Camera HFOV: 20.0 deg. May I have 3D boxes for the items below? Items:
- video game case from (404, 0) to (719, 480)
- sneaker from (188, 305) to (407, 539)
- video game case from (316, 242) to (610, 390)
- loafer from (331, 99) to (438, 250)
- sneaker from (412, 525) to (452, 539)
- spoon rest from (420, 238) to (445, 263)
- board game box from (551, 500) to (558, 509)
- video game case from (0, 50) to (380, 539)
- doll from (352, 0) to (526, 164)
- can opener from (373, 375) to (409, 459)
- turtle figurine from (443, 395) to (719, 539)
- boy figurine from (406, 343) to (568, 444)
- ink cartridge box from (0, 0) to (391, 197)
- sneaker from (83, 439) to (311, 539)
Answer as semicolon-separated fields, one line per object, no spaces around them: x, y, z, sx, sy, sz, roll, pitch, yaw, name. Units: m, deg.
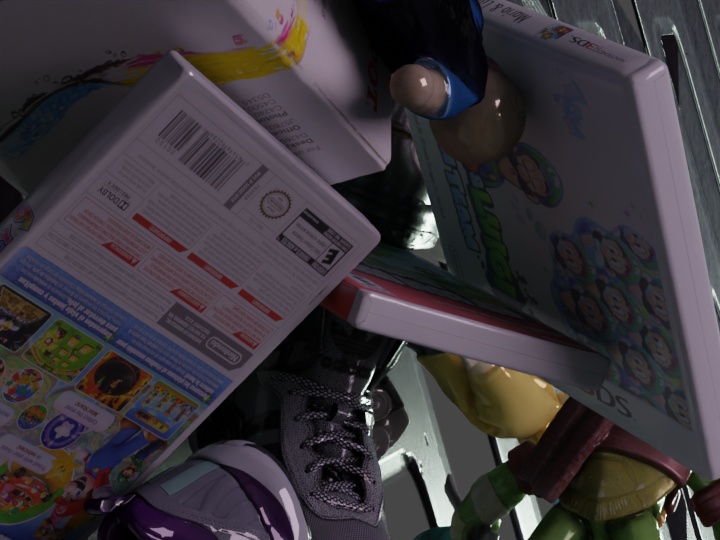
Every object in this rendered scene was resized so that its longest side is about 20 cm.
0.083;-0.024;0.885;0.024;0.182;0.201;-30;124;-21;video game case
-0.015;0.071;0.901;0.075;0.114;0.200;18;18;-27;sneaker
0.000;0.000;0.915;0.143;0.200;0.018;16;98;-38;video game case
0.036;-0.057;1.054;0.200;0.073;0.073;-32;143;-78;loafer
0.031;0.179;1.049;0.200;0.083;0.121;59;33;-47;sneaker
0.028;-0.071;1.222;0.200;0.060;0.100;39;42;-51;spoon rest
0.123;0.237;1.144;0.200;0.056;0.197;-56;150;-65;board game box
-0.098;0.026;0.760;0.018;0.200;0.143;48;5;38;video game case
0.018;-0.112;0.769;0.200;0.048;0.137;64;15;-44;doll
-0.038;0.019;1.061;0.200;0.053;0.067;61;-7;-25;can opener
0.117;0.145;0.983;0.144;0.200;0.194;34;43;-4;turtle figurine
0.069;0.049;1.112;0.200;0.065;0.124;37;1;0;boy figurine
-0.094;-0.129;0.776;0.200;0.146;0.147;45;37;-48;ink cartridge box
-0.047;0.171;0.799;0.087;0.074;0.201;-17;81;-43;sneaker
